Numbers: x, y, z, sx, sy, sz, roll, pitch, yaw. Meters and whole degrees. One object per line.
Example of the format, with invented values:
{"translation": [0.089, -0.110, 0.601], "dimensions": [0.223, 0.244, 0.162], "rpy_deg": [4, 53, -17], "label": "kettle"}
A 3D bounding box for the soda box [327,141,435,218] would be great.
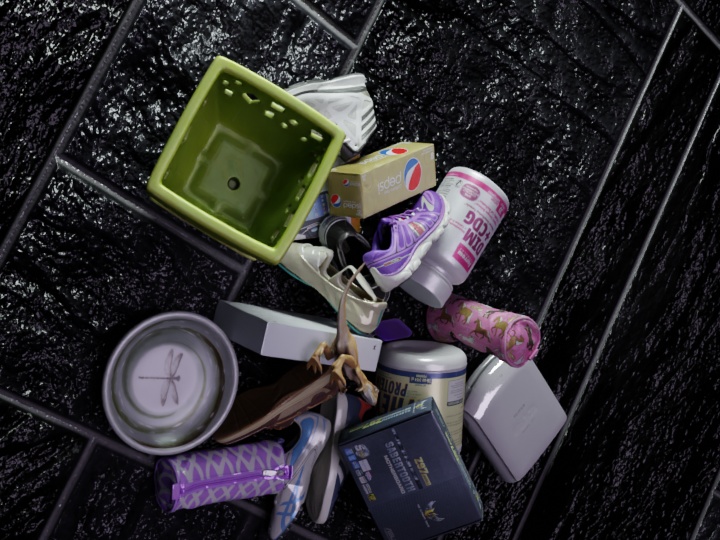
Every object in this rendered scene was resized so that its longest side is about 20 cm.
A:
{"translation": [0.034, -0.136, 1.709], "dimensions": [0.199, 0.063, 0.069], "rpy_deg": [-27, 119, -50], "label": "soda box"}

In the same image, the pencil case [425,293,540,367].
{"translation": [0.191, 0.093, 1.815], "dimensions": [0.085, 0.199, 0.084], "rpy_deg": [2, 99, -36], "label": "pencil case"}

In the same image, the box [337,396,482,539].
{"translation": [0.076, 0.305, 1.717], "dimensions": [0.156, 0.051, 0.202], "rpy_deg": [-21, 108, 13], "label": "box"}

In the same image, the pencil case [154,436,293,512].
{"translation": [-0.196, 0.295, 1.646], "dimensions": [0.197, 0.085, 0.085], "rpy_deg": [-5, 105, -34], "label": "pencil case"}

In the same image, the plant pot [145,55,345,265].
{"translation": [-0.160, -0.131, 1.515], "dimensions": [0.197, 0.181, 0.202], "rpy_deg": [30, 79, -11], "label": "plant pot"}

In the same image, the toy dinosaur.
{"translation": [-0.024, 0.101, 1.578], "dimensions": [0.106, 0.060, 0.203], "rpy_deg": [-42, 129, -48], "label": "toy dinosaur"}

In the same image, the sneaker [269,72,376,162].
{"translation": [-0.054, -0.208, 1.644], "dimensions": [0.198, 0.075, 0.117], "rpy_deg": [-19, 84, -33], "label": "sneaker"}

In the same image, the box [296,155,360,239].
{"translation": [-0.091, -0.107, 1.681], "dimensions": [0.197, 0.041, 0.121], "rpy_deg": [-7, 102, -32], "label": "box"}

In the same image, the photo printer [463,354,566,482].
{"translation": [0.253, 0.236, 1.963], "dimensions": [0.167, 0.069, 0.201], "rpy_deg": [-46, 121, -20], "label": "photo printer"}

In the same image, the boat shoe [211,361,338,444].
{"translation": [-0.121, 0.204, 1.677], "dimensions": [0.198, 0.072, 0.073], "rpy_deg": [-31, 128, -10], "label": "boat shoe"}

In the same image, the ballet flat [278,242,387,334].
{"translation": [-0.043, 0.007, 1.657], "dimensions": [0.199, 0.070, 0.070], "rpy_deg": [40, 71, 9], "label": "ballet flat"}

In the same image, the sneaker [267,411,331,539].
{"translation": [-0.105, 0.307, 1.732], "dimensions": [0.071, 0.072, 0.203], "rpy_deg": [19, 93, -3], "label": "sneaker"}

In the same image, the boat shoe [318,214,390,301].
{"translation": [0.000, 0.000, 1.724], "dimensions": [0.071, 0.064, 0.201], "rpy_deg": [-42, 136, -6], "label": "boat shoe"}

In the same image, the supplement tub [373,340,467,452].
{"translation": [0.091, 0.221, 1.799], "dimensions": [0.143, 0.144, 0.204], "rpy_deg": [-3, 99, -35], "label": "supplement tub"}

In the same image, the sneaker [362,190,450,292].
{"translation": [0.067, -0.060, 1.697], "dimensions": [0.084, 0.080, 0.201], "rpy_deg": [49, 46, -16], "label": "sneaker"}

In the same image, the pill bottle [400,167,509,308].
{"translation": [0.139, -0.050, 1.807], "dimensions": [0.113, 0.113, 0.202], "rpy_deg": [41, 75, -33], "label": "pill bottle"}

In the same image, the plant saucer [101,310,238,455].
{"translation": [-0.266, 0.151, 1.587], "dimensions": [0.197, 0.050, 0.204], "rpy_deg": [-7, 104, -30], "label": "plant saucer"}

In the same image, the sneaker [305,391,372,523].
{"translation": [-0.026, 0.291, 1.771], "dimensions": [0.083, 0.075, 0.203], "rpy_deg": [12, 91, -31], "label": "sneaker"}

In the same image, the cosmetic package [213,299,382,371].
{"translation": [-0.091, 0.093, 1.645], "dimensions": [0.198, 0.150, 0.053], "rpy_deg": [12, 91, -35], "label": "cosmetic package"}

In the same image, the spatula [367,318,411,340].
{"translation": [-0.009, 0.119, 1.776], "dimensions": [0.198, 0.056, 0.021], "rpy_deg": [-25, 129, -23], "label": "spatula"}
